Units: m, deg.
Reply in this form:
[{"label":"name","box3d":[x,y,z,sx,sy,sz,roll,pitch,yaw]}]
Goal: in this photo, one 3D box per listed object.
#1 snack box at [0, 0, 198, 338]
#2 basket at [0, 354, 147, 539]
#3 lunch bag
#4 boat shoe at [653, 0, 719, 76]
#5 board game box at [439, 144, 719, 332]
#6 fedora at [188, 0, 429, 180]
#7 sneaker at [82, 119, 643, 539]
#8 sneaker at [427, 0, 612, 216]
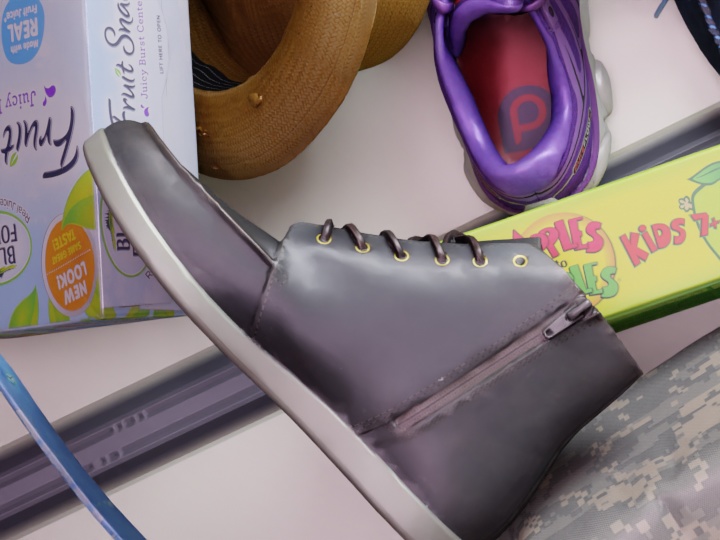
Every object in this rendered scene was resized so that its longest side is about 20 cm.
[{"label":"snack box","box3d":[-0.123,-0.077,1.112,0.142,0.053,0.200,-7,85,53]},{"label":"basket","box3d":[-0.163,0.146,1.100,0.200,0.139,0.176,-41,87,14]},{"label":"lunch bag","box3d":[0.163,0.126,1.053,0.164,0.118,0.200,-33,110,6]},{"label":"boat shoe","box3d":[0.135,-0.148,1.100,0.084,0.069,0.200,-24,83,8]},{"label":"board game box","box3d":[0.095,-0.004,1.082,0.200,0.102,0.048,-19,84,8]},{"label":"fedora","box3d":[-0.029,-0.129,1.099,0.200,0.082,0.201,2,93,54]},{"label":"sneaker","box3d":[0.000,0.000,1.017,0.106,0.075,0.200,-44,89,1]},{"label":"sneaker","box3d":[0.054,-0.120,1.106,0.080,0.083,0.200,-16,83,8]}]
